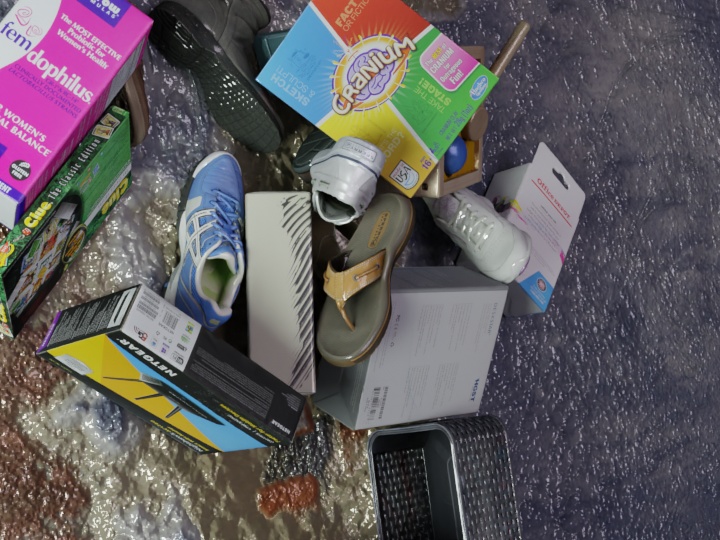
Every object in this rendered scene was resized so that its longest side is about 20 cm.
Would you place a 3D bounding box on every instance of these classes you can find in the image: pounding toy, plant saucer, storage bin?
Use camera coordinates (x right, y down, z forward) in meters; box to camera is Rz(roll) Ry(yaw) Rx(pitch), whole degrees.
[{"bbox_3d":[0.095,-0.187,1.281,0.200,0.141,0.186,-25,118,-64],"label":"pounding toy"},{"bbox_3d":[-0.040,-0.253,1.317,0.199,0.019,0.071,-22,96,-45],"label":"plant saucer"},{"bbox_3d":[0.094,0.265,1.236,0.093,0.135,0.202,-2,82,-43],"label":"storage bin"}]

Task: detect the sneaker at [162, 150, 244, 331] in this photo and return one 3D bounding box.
[{"bbox_3d":[-0.140,-0.027,1.128,0.075,0.077,0.202,20,65,-36],"label":"sneaker"}]

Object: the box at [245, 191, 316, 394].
[{"bbox_3d":[-0.081,0.025,1.146,0.068,0.082,0.202,-2,85,-3],"label":"box"}]

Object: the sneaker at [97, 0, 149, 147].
[{"bbox_3d":[-0.232,-0.221,1.092,0.075,0.070,0.202,-25,98,-44],"label":"sneaker"}]

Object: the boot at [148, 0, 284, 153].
[{"bbox_3d":[-0.125,-0.235,1.201,0.200,0.067,0.131,51,48,-22],"label":"boot"}]

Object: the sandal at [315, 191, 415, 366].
[{"bbox_3d":[0.000,0.000,1.129,0.055,0.081,0.202,45,59,-44],"label":"sandal"}]

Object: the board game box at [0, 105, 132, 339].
[{"bbox_3d":[-0.262,-0.044,1.006,0.023,0.105,0.201,23,55,9],"label":"board game box"}]

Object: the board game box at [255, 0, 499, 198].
[{"bbox_3d":[0.016,-0.194,1.152,0.199,0.040,0.154,36,98,-8],"label":"board game box"}]

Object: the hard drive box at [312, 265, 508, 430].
[{"bbox_3d":[0.057,0.081,1.246,0.199,0.077,0.158,0,108,-43],"label":"hard drive box"}]

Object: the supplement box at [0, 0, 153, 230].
[{"bbox_3d":[-0.276,-0.151,0.966,0.101,0.103,0.201,34,70,-9],"label":"supplement box"}]

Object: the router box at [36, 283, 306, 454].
[{"bbox_3d":[-0.168,0.096,1.022,0.200,0.148,0.051,38,56,-30],"label":"router box"}]

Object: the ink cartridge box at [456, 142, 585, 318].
[{"bbox_3d":[0.212,-0.054,1.471,0.115,0.067,0.201,45,54,-27],"label":"ink cartridge box"}]

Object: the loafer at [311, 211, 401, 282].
[{"bbox_3d":[0.005,0.002,1.264,0.199,0.067,0.077,35,58,-32],"label":"loafer"}]

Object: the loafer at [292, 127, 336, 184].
[{"bbox_3d":[-0.006,-0.157,1.293,0.063,0.071,0.201,56,47,-26],"label":"loafer"}]

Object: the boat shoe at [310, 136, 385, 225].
[{"bbox_3d":[-0.025,-0.081,1.138,0.073,0.200,0.067,26,80,0],"label":"boat shoe"}]

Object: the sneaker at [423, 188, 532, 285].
[{"bbox_3d":[0.130,-0.046,1.338,0.099,0.200,0.075,26,103,-29],"label":"sneaker"}]
